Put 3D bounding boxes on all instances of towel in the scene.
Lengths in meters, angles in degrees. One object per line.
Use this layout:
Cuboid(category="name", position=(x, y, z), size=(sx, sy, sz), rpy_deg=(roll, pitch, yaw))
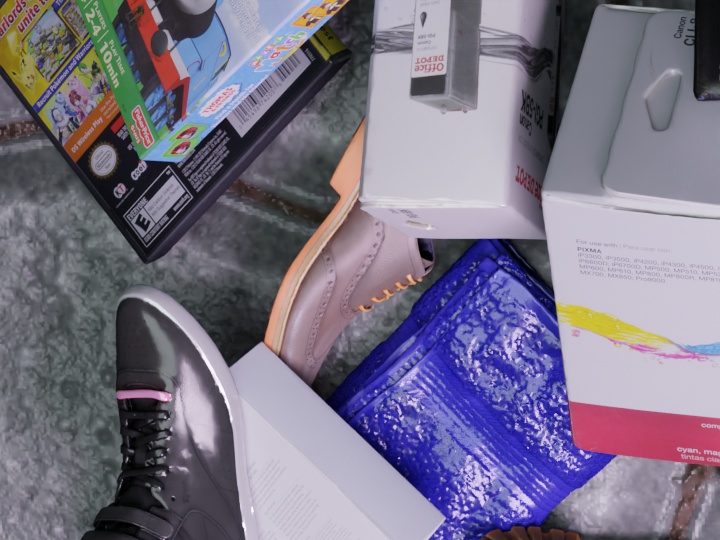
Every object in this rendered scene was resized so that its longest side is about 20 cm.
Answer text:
Cuboid(category="towel", position=(0.058, 0.096, 1.432), size=(0.148, 0.050, 0.200), rpy_deg=(46, 109, 5))

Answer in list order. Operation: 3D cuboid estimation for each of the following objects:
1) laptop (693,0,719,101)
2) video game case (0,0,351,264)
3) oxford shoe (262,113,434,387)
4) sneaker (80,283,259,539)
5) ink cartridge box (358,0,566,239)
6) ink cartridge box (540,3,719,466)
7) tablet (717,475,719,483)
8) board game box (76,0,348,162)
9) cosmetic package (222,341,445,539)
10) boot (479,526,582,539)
Cuboid(category="laptop", position=(0.273, -0.172, 1.245), size=(0.186, 0.116, 0.202), rpy_deg=(-1, 78, 17))
Cuboid(category="video game case", position=(-0.121, -0.132, 1.423), size=(0.181, 0.025, 0.200), rpy_deg=(51, 126, 7))
Cuboid(category="oxford shoe", position=(0.000, 0.000, 1.422), size=(0.072, 0.071, 0.201), rpy_deg=(27, 106, 5))
Cuboid(category="sneaker", position=(-0.116, 0.114, 1.362), size=(0.070, 0.099, 0.202), rpy_deg=(1, 113, 35))
Cuboid(category="ink cartridge box", position=(0.061, -0.123, 1.313), size=(0.082, 0.147, 0.202), rpy_deg=(3, 85, 14))
Cuboid(category="ink cartridge box", position=(0.183, -0.016, 1.276), size=(0.143, 0.146, 0.201), rpy_deg=(6, 140, 17))
Cuboid(category="tablet", position=(0.267, 0.197, 1.348), size=(0.014, 0.130, 0.201), rpy_deg=(-35, 89, -4))
Cuboid(category="board game box", position=(-0.077, -0.176, 1.314), size=(0.200, 0.036, 0.152), rpy_deg=(-39, 65, 35))
Cuboid(category="cosmetic package", position=(-0.060, 0.161, 1.445), size=(0.151, 0.052, 0.200), rpy_deg=(42, 130, 5))
Cuboid(category="boot", position=(0.161, 0.218, 1.421), size=(0.198, 0.075, 0.108), rpy_deg=(10, 123, 9))
